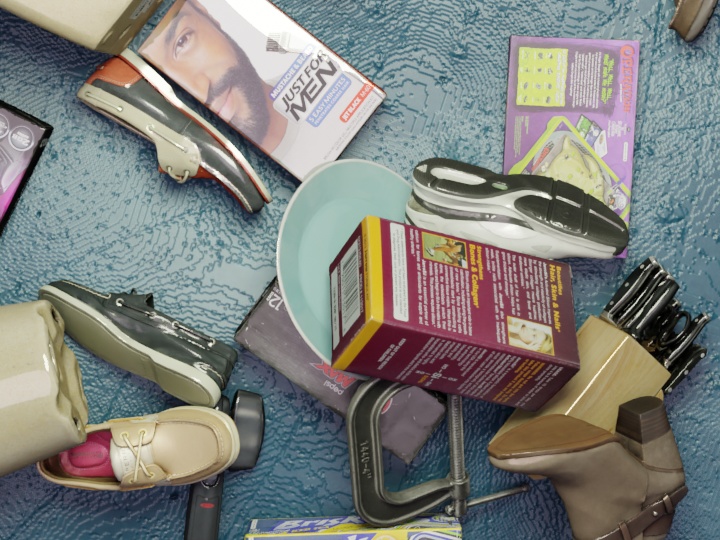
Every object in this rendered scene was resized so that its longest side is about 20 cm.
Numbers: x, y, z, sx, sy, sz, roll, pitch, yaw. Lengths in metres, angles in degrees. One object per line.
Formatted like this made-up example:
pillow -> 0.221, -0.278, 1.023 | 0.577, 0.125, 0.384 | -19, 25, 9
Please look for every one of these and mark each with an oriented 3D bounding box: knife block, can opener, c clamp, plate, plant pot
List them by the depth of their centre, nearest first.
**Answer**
plant pot -> -0.242, -0.291, 1.431 | 0.177, 0.200, 0.200 | 39, 95, -3
plant pot -> -0.344, 0.113, 1.481 | 0.183, 0.200, 0.201 | -15, 96, -1
plate -> 0.000, 0.000, 1.506 | 0.200, 0.026, 0.200 | 8, 76, -37
c clamp -> 0.064, 0.154, 1.512 | 0.171, 0.027, 0.200 | -21, 127, -14
knife block -> 0.217, 0.083, 1.513 | 0.200, 0.064, 0.176 | -9, 109, -24
can opener -> -0.140, 0.207, 1.558 | 0.079, 0.063, 0.200 | 11, 96, -1

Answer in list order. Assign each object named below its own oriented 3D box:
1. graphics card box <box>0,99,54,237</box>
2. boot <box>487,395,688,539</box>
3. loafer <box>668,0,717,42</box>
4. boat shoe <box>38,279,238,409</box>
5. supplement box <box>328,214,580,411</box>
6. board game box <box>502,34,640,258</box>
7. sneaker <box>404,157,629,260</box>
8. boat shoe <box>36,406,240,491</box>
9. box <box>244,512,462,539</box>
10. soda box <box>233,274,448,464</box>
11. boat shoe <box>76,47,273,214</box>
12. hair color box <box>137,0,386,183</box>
graphics card box -> -0.379, -0.070, 1.534 | 0.125, 0.051, 0.200 | 28, 95, -3
boot -> 0.201, 0.196, 1.464 | 0.200, 0.070, 0.146 | -12, 113, -22
loafer -> 0.297, -0.304, 1.504 | 0.071, 0.073, 0.200 | 10, 91, 9
boat shoe -> -0.200, 0.052, 1.538 | 0.199, 0.075, 0.066 | 25, 59, 19
supplement box -> 0.080, 0.039, 1.441 | 0.200, 0.086, 0.110 | 14, 52, -20
board game box -> 0.190, -0.113, 1.540 | 0.120, 0.032, 0.200 | 3, 97, 4
sneaker -> 0.134, -0.024, 1.514 | 0.200, 0.076, 0.115 | 16, 125, 2
boat shoe -> -0.204, 0.167, 1.513 | 0.200, 0.069, 0.074 | -12, 92, 28
box -> -0.006, 0.265, 1.561 | 0.200, 0.070, 0.064 | -3, 94, 0
soda box -> -0.017, 0.090, 1.545 | 0.200, 0.063, 0.071 | 36, 96, -4
boat shoe -> -0.165, -0.116, 1.515 | 0.200, 0.071, 0.063 | 42, 80, 2
hair color box -> -0.087, -0.177, 1.515 | 0.200, 0.064, 0.111 | 38, 96, -3
